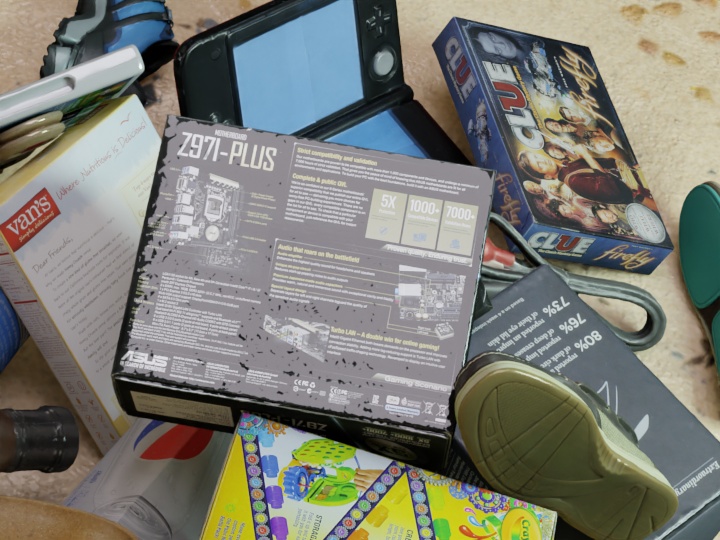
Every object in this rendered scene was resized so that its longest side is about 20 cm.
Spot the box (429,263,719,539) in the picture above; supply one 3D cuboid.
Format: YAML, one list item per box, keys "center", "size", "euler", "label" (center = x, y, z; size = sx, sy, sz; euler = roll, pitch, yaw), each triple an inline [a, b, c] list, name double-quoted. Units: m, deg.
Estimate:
- center: [0.121, 0.121, 1.430]
  size: [0.147, 0.105, 0.200]
  euler: [-30, 66, -29]
  label: "box"

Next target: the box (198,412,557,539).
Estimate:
- center: [-0.010, 0.212, 1.296]
  size: [0.191, 0.201, 0.123]
  euler: [18, 49, -1]
  label: "box"

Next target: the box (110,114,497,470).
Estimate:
- center: [-0.032, 0.013, 1.306]
  size: [0.198, 0.086, 0.165]
  euler: [9, 72, 2]
  label: "box"

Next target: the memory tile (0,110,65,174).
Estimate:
- center: [-0.283, -0.052, 1.445]
  size: [0.153, 0.200, 0.017]
  euler: [-25, 92, -30]
  label: "memory tile"

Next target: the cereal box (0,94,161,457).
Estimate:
- center: [-0.153, 0.008, 1.445]
  size: [0.144, 0.039, 0.201]
  euler: [-43, 115, -37]
  label: "cereal box"

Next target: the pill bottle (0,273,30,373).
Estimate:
- center: [-0.290, 0.059, 1.400]
  size: [0.112, 0.113, 0.201]
  euler: [26, 50, 7]
  label: "pill bottle"

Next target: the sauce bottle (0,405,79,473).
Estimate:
- center: [-0.255, 0.101, 1.308]
  size: [0.199, 0.065, 0.065]
  euler: [2, 49, -41]
  label: "sauce bottle"

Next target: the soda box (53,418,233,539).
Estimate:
- center: [-0.112, 0.126, 1.404]
  size: [0.063, 0.069, 0.200]
  euler: [0, 37, 43]
  label: "soda box"

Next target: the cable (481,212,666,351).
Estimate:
- center: [0.122, 0.004, 1.572]
  size: [0.198, 0.098, 0.050]
  euler: [4, 16, -18]
  label: "cable"

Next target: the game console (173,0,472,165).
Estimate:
- center: [-0.016, -0.104, 1.602]
  size: [0.199, 0.174, 0.118]
  euler: [-28, 37, -32]
  label: "game console"

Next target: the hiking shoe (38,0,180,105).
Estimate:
- center: [-0.170, -0.187, 1.660]
  size: [0.086, 0.074, 0.201]
  euler: [24, 60, -4]
  label: "hiking shoe"

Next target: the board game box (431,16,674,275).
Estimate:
- center: [0.141, -0.093, 1.655]
  size: [0.135, 0.035, 0.201]
  euler: [8, 48, -34]
  label: "board game box"

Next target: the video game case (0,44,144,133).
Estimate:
- center: [-0.243, -0.092, 1.470]
  size: [0.181, 0.200, 0.022]
  euler: [-23, 91, -17]
  label: "video game case"

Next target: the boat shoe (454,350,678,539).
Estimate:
- center: [0.111, 0.096, 1.293]
  size: [0.200, 0.072, 0.066]
  euler: [36, 17, -42]
  label: "boat shoe"

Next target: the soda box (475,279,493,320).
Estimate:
- center: [0.000, 0.000, 1.464]
  size: [0.063, 0.199, 0.071]
  euler: [-32, 110, -24]
  label: "soda box"

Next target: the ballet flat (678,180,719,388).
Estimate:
- center: [0.277, 0.026, 1.614]
  size: [0.069, 0.070, 0.201]
  euler: [3, 54, -12]
  label: "ballet flat"

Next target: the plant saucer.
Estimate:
- center: [-0.222, 0.162, 1.251]
  size: [0.198, 0.036, 0.200]
  euler: [6, 6, -1]
  label: "plant saucer"
